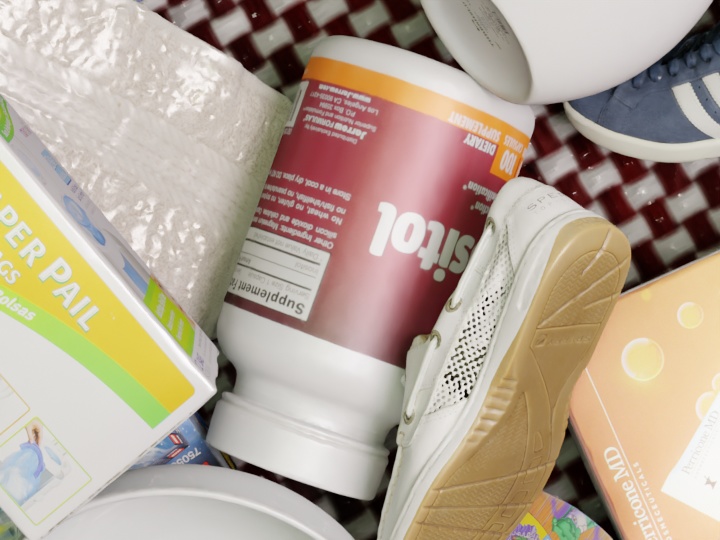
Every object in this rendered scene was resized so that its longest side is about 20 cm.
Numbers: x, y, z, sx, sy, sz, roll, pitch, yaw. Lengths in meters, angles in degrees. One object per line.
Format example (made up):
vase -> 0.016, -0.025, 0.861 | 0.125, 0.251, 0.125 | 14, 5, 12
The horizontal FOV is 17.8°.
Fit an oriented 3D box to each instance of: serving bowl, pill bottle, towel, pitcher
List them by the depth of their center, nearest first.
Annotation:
pitcher -> 0.109, -0.185, 1.026 | 0.200, 0.121, 0.172 | -39, 102, -16
serving bowl -> -0.077, 0.169, 1.082 | 0.199, 0.066, 0.201 | 2, 119, 3
pill bottle -> 0.000, 0.000, 1.086 | 0.113, 0.113, 0.201 | 19, 89, 5
towel -> -0.119, -0.057, 1.086 | 0.200, 0.034, 0.133 | 29, 86, -30

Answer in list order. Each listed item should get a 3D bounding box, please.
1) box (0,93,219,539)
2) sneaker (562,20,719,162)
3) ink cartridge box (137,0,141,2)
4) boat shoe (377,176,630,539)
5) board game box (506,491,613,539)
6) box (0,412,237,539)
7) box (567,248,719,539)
box -> -0.162, 0.000, 0.983 | 0.101, 0.113, 0.200 | -40, 97, 2
sneaker -> 0.181, -0.101, 1.062 | 0.199, 0.075, 0.085 | 2, 131, 29
ink cartridge box -> -0.069, -0.235, 1.083 | 0.119, 0.042, 0.201 | -12, 67, 46
boat shoe -> 0.052, 0.052, 1.025 | 0.069, 0.071, 0.201 | 42, 116, 39
board game box -> 0.051, 0.199, 1.065 | 0.158, 0.039, 0.201 | -3, 86, 42
box -> -0.173, 0.105, 1.096 | 0.200, 0.040, 0.137 | -31, 119, 2
box -> 0.194, 0.046, 1.077 | 0.199, 0.097, 0.125 | -25, 86, 3
